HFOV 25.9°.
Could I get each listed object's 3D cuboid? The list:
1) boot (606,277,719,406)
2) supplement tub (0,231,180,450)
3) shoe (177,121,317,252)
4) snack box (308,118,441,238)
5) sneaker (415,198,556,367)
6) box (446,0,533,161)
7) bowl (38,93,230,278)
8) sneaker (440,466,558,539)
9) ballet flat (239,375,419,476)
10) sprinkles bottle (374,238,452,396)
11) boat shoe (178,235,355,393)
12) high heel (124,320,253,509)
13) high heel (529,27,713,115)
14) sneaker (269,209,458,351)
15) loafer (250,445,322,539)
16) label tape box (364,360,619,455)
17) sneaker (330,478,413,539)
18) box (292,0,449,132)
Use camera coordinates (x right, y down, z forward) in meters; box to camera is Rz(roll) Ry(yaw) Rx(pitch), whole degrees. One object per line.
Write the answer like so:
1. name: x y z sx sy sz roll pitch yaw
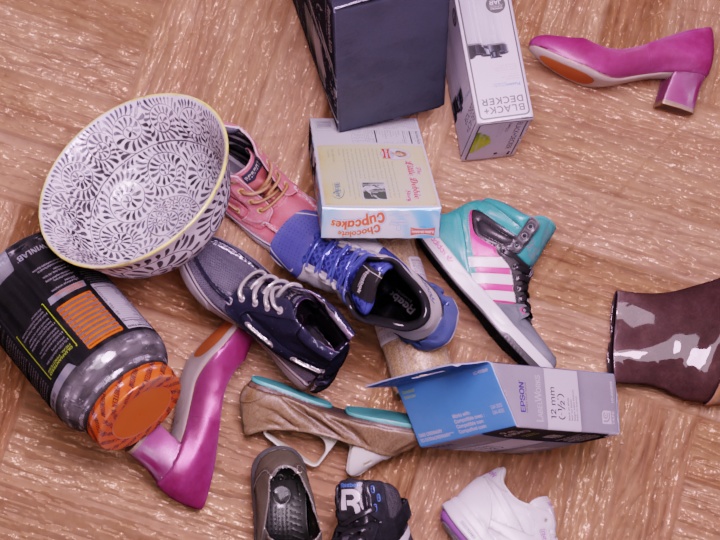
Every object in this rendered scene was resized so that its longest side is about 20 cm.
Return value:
1. boot: 0.343 0.034 1.607 0.165 0.072 0.202 11 78 -5
2. supplement tub: -0.267 0.068 1.492 0.122 0.123 0.200 -38 65 -13
3. shoe: -0.104 -0.080 1.585 0.199 0.091 0.072 33 75 4
4. snack box: 0.011 -0.095 1.563 0.115 0.037 0.200 0 30 -5
5. sneaker: 0.161 0.004 1.597 0.121 0.084 0.200 -38 80 -4
6. box: 0.125 -0.228 1.635 0.060 0.117 0.202 -8 77 -7
7. bowl: -0.198 -0.062 1.501 0.199 0.094 0.202 -13 52 17
8. sneaker: 0.172 0.279 1.523 0.099 0.075 0.200 -40 82 -13
9. ballet flat: -0.026 0.161 1.548 0.198 0.068 0.073 14 94 -1
10. sprinkles bottle: 0.038 0.022 1.584 0.068 0.068 0.202 -15 77 -9
11. boat shoe: -0.087 0.025 1.508 0.200 0.093 0.075 41 59 0
12. high heel: -0.139 0.133 1.548 0.096 0.067 0.201 43 64 -17
13. high heel: 0.280 -0.239 1.664 0.198 0.067 0.097 17 85 -7
14. sneaker: 0.001 0.000 1.501 0.199 0.115 0.081 32 89 17
15. loafer: -0.070 0.270 1.497 0.075 0.070 0.202 -10 87 -8
16. label tape box: 0.124 0.132 1.483 0.199 0.143 0.067 6 74 -36
17. sneaker: -0.015 0.254 1.455 0.073 0.200 0.113 -10 91 27
18. box: 0.004 -0.284 1.571 0.123 0.201 0.198 -16 60 -8
